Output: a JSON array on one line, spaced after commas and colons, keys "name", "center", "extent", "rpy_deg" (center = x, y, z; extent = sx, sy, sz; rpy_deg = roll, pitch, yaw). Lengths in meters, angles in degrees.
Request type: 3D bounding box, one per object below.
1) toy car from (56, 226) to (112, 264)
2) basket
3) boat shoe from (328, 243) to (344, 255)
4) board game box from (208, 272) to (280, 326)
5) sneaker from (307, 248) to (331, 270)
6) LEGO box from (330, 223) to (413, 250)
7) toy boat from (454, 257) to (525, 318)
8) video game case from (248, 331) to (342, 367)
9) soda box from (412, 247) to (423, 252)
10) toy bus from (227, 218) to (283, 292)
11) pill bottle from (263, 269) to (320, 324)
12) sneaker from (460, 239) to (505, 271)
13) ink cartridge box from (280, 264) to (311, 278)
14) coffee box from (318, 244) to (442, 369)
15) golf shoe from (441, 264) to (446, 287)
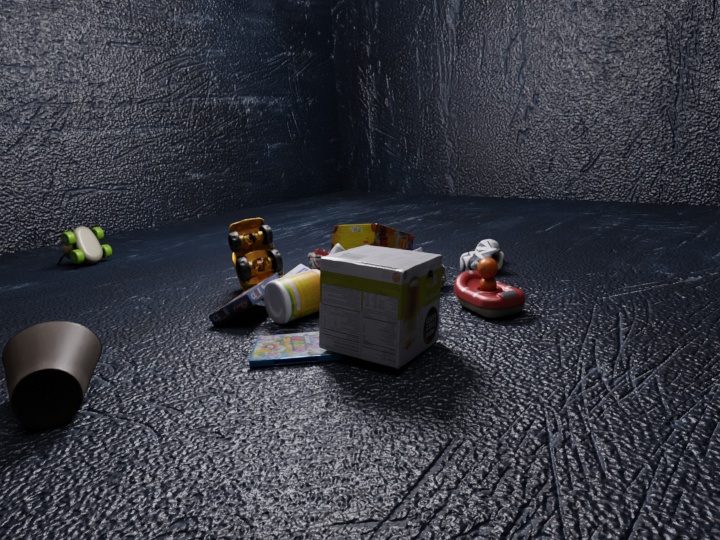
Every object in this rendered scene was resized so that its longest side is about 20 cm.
[{"name": "toy car", "center": [-1.172, -0.073, 2.294], "extent": [0.198, 0.160, 0.164], "rpy_deg": [-29, -3, 29]}, {"name": "basket", "center": [-0.580, 0.194, 1.032], "extent": [0.177, 0.139, 0.200], "rpy_deg": [-5, 17, -25]}, {"name": "boat shoe", "center": [0.000, 0.000, 1.514], "extent": [0.198, 0.066, 0.072], "rpy_deg": [34, -1, -11]}, {"name": "board game box", "center": [-0.303, 0.076, 1.484], "extent": [0.134, 0.035, 0.200], "rpy_deg": [-29, 7, 19]}, {"name": "sneaker", "center": [-0.126, -0.013, 1.688], "extent": [0.076, 0.084, 0.200], "rpy_deg": [12, -7, -8]}, {"name": "LEGO box", "center": [0.032, -0.080, 1.593], "extent": [0.147, 0.079, 0.198], "rpy_deg": [13, -6, -38]}, {"name": "toy boat", "center": [0.321, 0.032, 1.395], "extent": [0.128, 0.133, 0.199], "rpy_deg": [-9, 15, -22]}, {"name": "video game case", "center": [-0.137, 0.170, 1.220], "extent": [0.196, 0.018, 0.143], "rpy_deg": [-4, 14, -1]}, {"name": "soda box", "center": [0.135, -0.009, 1.698], "extent": [0.063, 0.069, 0.199], "rpy_deg": [-26, 0, 36]}, {"name": "toy bus", "center": [-0.340, -0.035, 1.718], "extent": [0.134, 0.203, 0.192], "rpy_deg": [-16, -11, -27]}, {"name": "pill bottle", "center": [-0.145, 0.061, 1.453], "extent": [0.198, 0.113, 0.110], "rpy_deg": [-17, 19, -41]}, {"name": "sneaker", "center": [0.421, -0.042, 1.759], "extent": [0.128, 0.081, 0.197], "rpy_deg": [12, 21, 42]}, {"name": "ink cartridge box", "center": [-0.173, 0.040, 1.623], "extent": [0.099, 0.040, 0.199], "rpy_deg": [-35, 23, -15]}, {"name": "coffee box", "center": [0.045, 0.067, 1.173], "extent": [0.197, 0.202, 0.199], "rpy_deg": [9, 14, 31]}, {"name": "golf shoe", "center": [0.169, 0.025, 1.588], "extent": [0.096, 0.080, 0.198], "rpy_deg": [1, 13, 43]}]
